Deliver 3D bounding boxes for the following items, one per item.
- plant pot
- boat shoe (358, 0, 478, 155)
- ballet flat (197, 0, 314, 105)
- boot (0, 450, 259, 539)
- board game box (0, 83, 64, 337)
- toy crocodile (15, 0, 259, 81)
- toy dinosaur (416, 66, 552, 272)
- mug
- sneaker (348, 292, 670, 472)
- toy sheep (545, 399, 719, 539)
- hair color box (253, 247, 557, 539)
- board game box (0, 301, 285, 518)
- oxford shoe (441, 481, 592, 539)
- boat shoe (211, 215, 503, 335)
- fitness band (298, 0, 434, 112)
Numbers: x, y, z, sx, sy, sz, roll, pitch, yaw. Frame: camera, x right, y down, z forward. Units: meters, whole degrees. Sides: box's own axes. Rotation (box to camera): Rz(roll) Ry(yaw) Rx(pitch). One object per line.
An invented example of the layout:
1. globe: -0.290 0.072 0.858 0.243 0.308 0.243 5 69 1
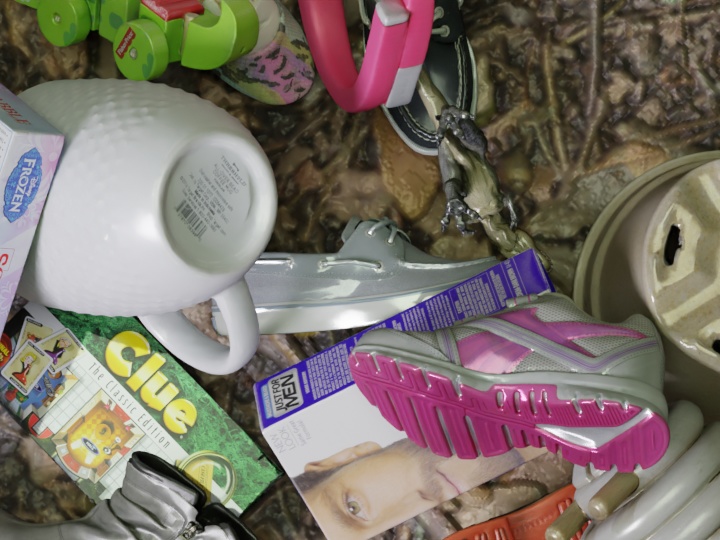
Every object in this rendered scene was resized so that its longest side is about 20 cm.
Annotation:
1. plant pot: 0.233 0.007 1.538 0.199 0.184 0.201 0 82 3
2. boat shoe: 0.031 -0.176 1.635 0.075 0.060 0.201 -16 82 0
3. ballet flat: -0.101 -0.196 1.638 0.069 0.071 0.200 -34 82 -13
4. boot: -0.166 0.162 1.575 0.200 0.068 0.131 32 109 -1
5. board game box: -0.276 -0.036 1.551 0.200 0.041 0.200 39 115 43
6. toy crocodile: -0.149 -0.169 1.609 0.200 0.067 0.062 25 120 36
7. toy dinosaur: 0.064 -0.074 1.583 0.047 0.088 0.201 -21 104 12
8. mug: -0.126 -0.023 1.544 0.148 0.175 0.201 -38 115 -30
9. sneaker: 0.092 0.059 1.476 0.199 0.082 0.088 9 50 16
10. toy sheep: 0.188 0.147 1.502 0.138 0.138 0.200 -38 92 -3
11. hair color box: 0.046 0.083 1.562 0.199 0.065 0.110 -26 118 7
12. board game box: -0.154 0.097 1.626 0.200 0.023 0.105 44 84 8
13. oxford shoe: 0.124 0.171 1.582 0.199 0.073 0.072 -10 84 -19
14. boat shoe: 0.000 0.000 1.606 0.200 0.070 0.072 -6 90 5
15. fitness band: -0.002 -0.185 1.562 0.037 0.200 0.144 -16 65 -18
